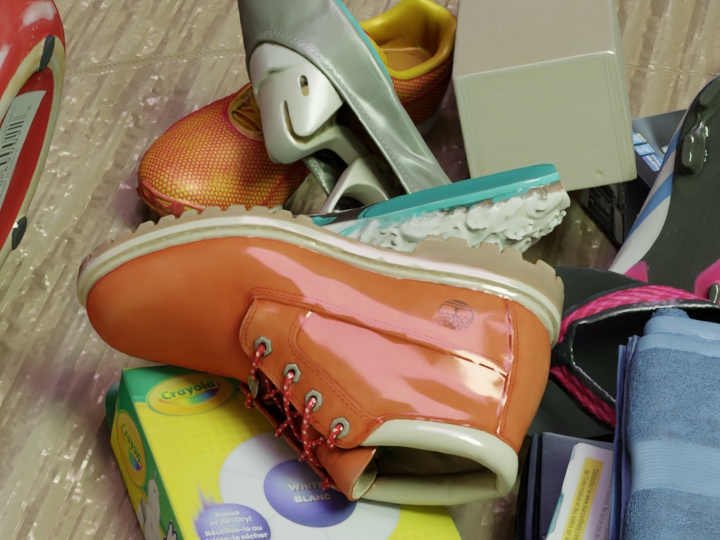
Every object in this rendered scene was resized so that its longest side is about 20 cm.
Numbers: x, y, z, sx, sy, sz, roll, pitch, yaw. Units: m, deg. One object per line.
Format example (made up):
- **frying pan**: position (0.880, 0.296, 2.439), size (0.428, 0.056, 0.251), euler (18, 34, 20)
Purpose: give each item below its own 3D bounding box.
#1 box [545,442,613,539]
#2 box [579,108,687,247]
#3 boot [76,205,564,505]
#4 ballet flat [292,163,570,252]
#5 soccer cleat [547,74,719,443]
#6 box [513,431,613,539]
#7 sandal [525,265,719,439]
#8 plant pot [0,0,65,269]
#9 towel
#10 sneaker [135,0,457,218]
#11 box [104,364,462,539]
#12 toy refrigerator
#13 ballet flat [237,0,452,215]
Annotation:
- **box**: position (0.164, 0.134, 1.061), size (0.199, 0.049, 0.082), euler (16, 42, 6)
- **box**: position (0.222, -0.006, 1.330), size (0.157, 0.050, 0.200), euler (-12, 44, -26)
- **boot**: position (-0.023, 0.038, 1.126), size (0.199, 0.075, 0.108), euler (6, 57, 8)
- **ballet flat**: position (0.000, 0.000, 1.208), size (0.199, 0.072, 0.072), euler (-9, 34, 18)
- **soccer cleat**: position (0.143, 0.006, 1.236), size (0.070, 0.201, 0.086), euler (28, -2, 17)
- **box**: position (0.159, 0.147, 1.124), size (0.199, 0.051, 0.158), euler (10, 38, -2)
- **sandal**: position (0.126, 0.038, 1.166), size (0.199, 0.075, 0.045), euler (6, -6, 16)
- **plant pot**: position (-0.232, -0.066, 1.168), size (0.182, 0.201, 0.201), euler (21, 39, 6)
- **towel**: position (0.145, 0.099, 1.022), size (0.111, 0.049, 0.200), euler (10, 41, -1)
- **sneaker**: position (-0.032, -0.081, 1.336), size (0.073, 0.077, 0.200), euler (35, 45, 24)
- **box**: position (-0.027, 0.099, 1.140), size (0.117, 0.049, 0.200), euler (-5, 40, -21)
- **toy refrigerator**: position (0.088, -0.096, 1.339), size (0.076, 0.070, 0.200), euler (-10, 21, 6)
- **ballet flat**: position (-0.006, -0.053, 1.260), size (0.064, 0.067, 0.200), euler (-36, 91, -37)
